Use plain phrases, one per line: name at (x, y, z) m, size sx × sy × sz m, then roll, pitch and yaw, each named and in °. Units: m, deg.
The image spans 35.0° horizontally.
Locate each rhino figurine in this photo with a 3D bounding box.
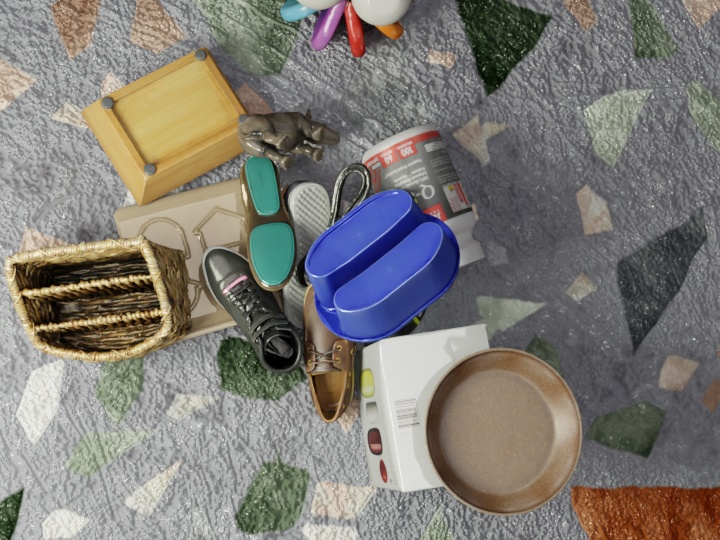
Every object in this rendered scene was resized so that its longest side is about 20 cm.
rhino figurine at (-0.090, -0.185, 1.546) m, size 0.087 × 0.200 × 0.060 m, roll 26°, pitch 113°, yaw 24°

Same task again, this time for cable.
cable at (-0.032, -0.044, 1.511) m, size 0.097 × 0.050 × 0.201 m, roll 7°, pitch 96°, yaw 14°

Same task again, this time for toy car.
toy car at (-0.025, -0.378, 1.600) m, size 0.199 × 0.175 × 0.150 m, roll 13°, pitch 116°, yaw -9°

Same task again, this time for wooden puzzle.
wooden puzzle at (-0.221, -0.011, 1.550) m, size 0.185 × 0.046 × 0.201 m, roll -15°, pitch 80°, yaw -13°

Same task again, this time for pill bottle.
pill bottle at (0.091, -0.091, 1.581) m, size 0.116 × 0.116 × 0.201 m, roll -23°, pitch 86°, yaw -13°

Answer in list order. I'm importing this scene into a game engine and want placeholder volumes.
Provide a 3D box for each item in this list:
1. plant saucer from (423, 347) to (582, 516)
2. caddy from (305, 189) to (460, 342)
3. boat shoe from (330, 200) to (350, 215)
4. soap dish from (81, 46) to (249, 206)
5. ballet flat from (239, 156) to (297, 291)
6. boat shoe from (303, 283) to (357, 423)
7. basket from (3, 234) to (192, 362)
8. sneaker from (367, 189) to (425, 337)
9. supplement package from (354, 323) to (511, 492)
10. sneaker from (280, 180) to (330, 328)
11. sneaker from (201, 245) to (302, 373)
plant saucer at (0.170, 0.195, 1.387) m, size 0.200 × 0.037 × 0.201 m, roll 2°, pitch 81°, yaw -10°
caddy at (0.028, -0.003, 1.416) m, size 0.200 × 0.105 × 0.141 m, roll -37°, pitch 58°, yaw -5°
boat shoe at (0.000, 0.000, 1.578) m, size 0.066 × 0.072 × 0.201 m, roll 3°, pitch 65°, yaw -40°
soap dish at (-0.252, -0.202, 1.546) m, size 0.200 × 0.081 × 0.158 m, roll -30°, pitch 84°, yaw -17°
ballet flat at (-0.126, -0.054, 1.513) m, size 0.068 × 0.072 × 0.201 m, roll -9°, pitch 66°, yaw -12°
boat shoe at (-0.040, 0.110, 1.500) m, size 0.072 × 0.068 × 0.201 m, roll 0°, pitch 117°, yaw 6°
basket at (-0.328, 0.043, 1.437) m, size 0.199 × 0.149 × 0.143 m, roll -6°, pitch 83°, yaw 9°
sneaker at (0.043, -0.009, 1.531) m, size 0.075 × 0.076 × 0.201 m, roll -6°, pitch 97°, yaw -40°
supplement package at (0.087, 0.183, 1.495) m, size 0.147 × 0.200 × 0.192 m, roll -7°, pitch 82°, yaw -11°
sneaker at (-0.079, -0.024, 1.564) m, size 0.078 × 0.079 × 0.201 m, roll -1°, pitch 101°, yaw -25°
sneaker at (-0.134, 0.051, 1.473) m, size 0.071 × 0.099 × 0.200 m, roll -35°, pitch 98°, yaw -8°
